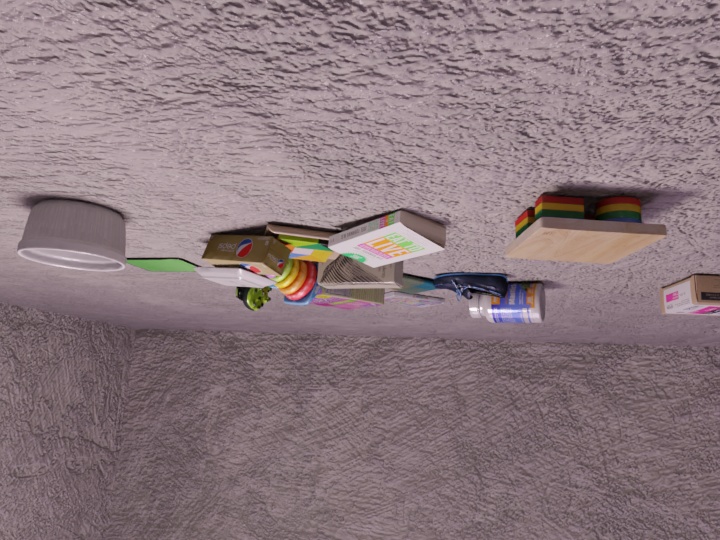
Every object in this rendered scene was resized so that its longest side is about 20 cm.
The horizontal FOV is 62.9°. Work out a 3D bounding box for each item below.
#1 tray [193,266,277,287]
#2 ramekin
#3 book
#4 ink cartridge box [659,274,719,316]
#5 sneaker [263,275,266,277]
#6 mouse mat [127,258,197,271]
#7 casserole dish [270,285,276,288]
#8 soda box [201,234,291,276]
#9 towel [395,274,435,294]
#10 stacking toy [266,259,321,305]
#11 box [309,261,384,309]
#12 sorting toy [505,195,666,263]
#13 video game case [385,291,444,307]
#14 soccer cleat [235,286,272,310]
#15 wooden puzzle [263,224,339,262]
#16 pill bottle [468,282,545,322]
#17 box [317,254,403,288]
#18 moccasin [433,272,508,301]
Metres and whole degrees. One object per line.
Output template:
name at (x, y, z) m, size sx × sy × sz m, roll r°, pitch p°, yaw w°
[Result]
tray at (-0.289, 0.018, 1.341) m, size 0.200 × 0.022 × 0.107 m, roll 1°, pitch 165°, yaw 46°
ramekin at (-0.575, -0.070, 1.194) m, size 0.199 × 0.105 × 0.200 m, roll 3°, pitch 168°, yaw 1°
book at (0.050, -0.061, 1.170) m, size 0.133 × 0.048 × 0.200 m, roll 21°, pitch 155°, yaw -39°
ink cartridge box at (0.888, 0.067, 1.501) m, size 0.164 × 0.075 × 0.200 m, roll 1°, pitch 169°, yaw 4°
sneaker at (-0.251, -0.007, 1.485) m, size 0.114 × 0.075 × 0.200 m, roll 3°, pitch 173°, yaw -1°
mouse mat at (-0.561, -0.015, 1.690) m, size 0.199 × 0.008 × 0.161 m, roll -1°, pitch 168°, yaw 15°
casserole dish at (-0.225, 0.026, 1.710) m, size 0.199 × 0.039 × 0.121 m, roll 3°, pitch 168°, yaw 6°
soda box at (-0.250, -0.035, 1.276) m, size 0.199 × 0.064 × 0.068 m, roll 4°, pitch 157°, yaw 37°
towel at (0.117, 0.034, 1.697) m, size 0.199 × 0.022 × 0.146 m, roll 13°, pitch 164°, yaw -32°
stacking toy at (-0.193, -0.006, 1.433) m, size 0.110 × 0.116 × 0.200 m, roll -1°, pitch 151°, yaw 44°
box at (-0.063, 0.043, 1.601) m, size 0.199 × 0.097 × 0.176 m, roll 12°, pitch 166°, yaw -33°
sorting toy at (0.370, -0.071, 1.000) m, size 0.198 × 0.070 × 0.200 m, roll 4°, pitch 168°, yaw -1°
video game case at (0.163, 0.100, 2.000) m, size 0.199 × 0.018 × 0.143 m, roll 9°, pitch 166°, yaw -26°
soccer cleat at (-0.273, 0.060, 1.448) m, size 0.081 × 0.068 × 0.200 m, roll 7°, pitch 180°, yaw 2°
wooden puzzle at (-0.125, -0.054, 1.304) m, size 0.184 × 0.037 × 0.200 m, roll 6°, pitch 168°, yaw -15°
pill bottle at (0.413, 0.092, 1.663) m, size 0.199 × 0.113 × 0.112 m, roll -2°, pitch 167°, yaw 25°
box at (0.000, 0.000, 1.423) m, size 0.199 × 0.083 × 0.068 m, roll -3°, pitch 166°, yaw 21°
moccasin at (0.291, 0.045, 1.576) m, size 0.199 × 0.068 × 0.080 m, roll -1°, pitch 167°, yaw 23°
